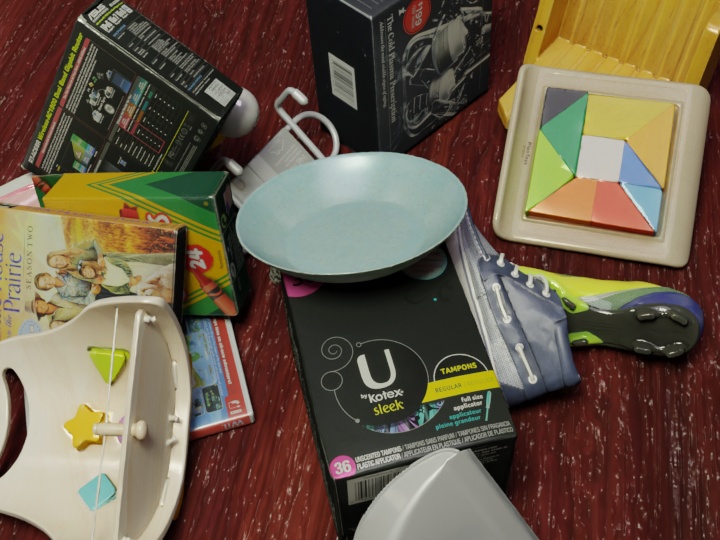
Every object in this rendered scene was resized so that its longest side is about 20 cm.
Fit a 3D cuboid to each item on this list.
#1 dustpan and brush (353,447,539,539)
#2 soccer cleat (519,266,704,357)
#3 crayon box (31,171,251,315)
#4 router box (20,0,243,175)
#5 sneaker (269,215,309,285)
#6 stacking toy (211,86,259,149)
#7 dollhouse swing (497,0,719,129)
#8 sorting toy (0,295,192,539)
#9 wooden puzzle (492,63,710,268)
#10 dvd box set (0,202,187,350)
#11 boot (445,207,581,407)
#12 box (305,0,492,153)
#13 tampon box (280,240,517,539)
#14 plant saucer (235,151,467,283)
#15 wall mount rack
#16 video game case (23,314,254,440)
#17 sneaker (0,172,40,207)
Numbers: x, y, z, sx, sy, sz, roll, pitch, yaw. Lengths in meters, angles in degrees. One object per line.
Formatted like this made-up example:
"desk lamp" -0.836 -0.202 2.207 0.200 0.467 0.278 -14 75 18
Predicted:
"dustpan and brush" 0.025 0.225 0.726 0.199 0.140 0.057 -41 30 -5
"soccer cleat" 0.217 0.035 0.895 0.196 0.066 0.084 11 20 19
"crayon box" -0.210 -0.024 0.896 0.196 0.129 0.051 0 33 12
"router box" -0.218 -0.133 0.904 0.149 0.200 0.063 34 42 -8
"sneaker" 0.000 0.000 0.920 0.196 0.090 0.077 18 30 -8
"stacking toy" -0.178 -0.161 0.967 0.198 0.148 0.146 12 49 42
"dollhouse swing" 0.266 -0.236 1.032 0.198 0.184 0.175 29 38 23
"sorting toy" -0.238 0.128 0.792 0.176 0.107 0.205 2 79 11
"wooden puzzle" 0.242 -0.110 0.963 0.196 0.037 0.189 10 80 9
"dvd box set" -0.254 0.022 0.855 0.196 0.150 0.029 8 11 8
"boot" 0.131 0.017 0.861 0.089 0.073 0.204 -16 79 11
"box" 0.046 -0.248 1.023 0.104 0.202 0.181 36 62 29
"tampon box" 0.027 0.098 0.802 0.147 0.127 0.202 -12 52 -8
"plant saucer" -0.006 -0.039 0.818 0.196 0.039 0.202 -6 34 4
"wall mount rack" -0.055 -0.081 0.986 0.174 0.074 0.201 45 60 -11
"video game case" -0.207 0.103 0.881 0.196 0.018 0.145 -15 53 -8
"sneaker" -0.347 -0.030 0.962 0.197 0.076 0.106 -18 68 -21
